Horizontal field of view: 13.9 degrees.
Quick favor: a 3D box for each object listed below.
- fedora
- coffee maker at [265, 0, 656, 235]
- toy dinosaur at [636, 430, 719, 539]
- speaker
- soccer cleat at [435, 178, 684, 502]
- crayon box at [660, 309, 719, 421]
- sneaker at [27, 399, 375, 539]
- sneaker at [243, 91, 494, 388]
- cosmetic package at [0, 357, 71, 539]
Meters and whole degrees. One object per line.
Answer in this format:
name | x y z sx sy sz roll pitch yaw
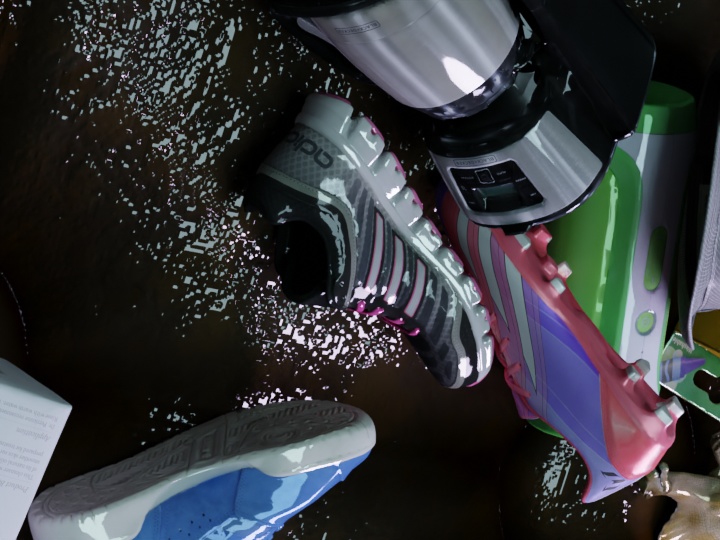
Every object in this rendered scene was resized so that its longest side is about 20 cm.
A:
fedora | 0.234 -0.040 1.684 0.090 0.200 0.178 7 97 2
coffee maker | 0.068 -0.151 1.561 0.193 0.134 0.200 -54 131 -13
toy dinosaur | 0.237 0.163 1.866 0.101 0.058 0.200 -34 123 3
speaker | 0.142 -0.007 1.703 0.088 0.088 0.201 -4 110 -35
soccer cleat | 0.096 0.035 1.648 0.076 0.200 0.067 -42 172 16
crayon box | 0.277 0.009 1.830 0.125 0.051 0.201 30 89 -39
sneaker | -0.077 0.148 1.605 0.199 0.077 0.112 -20 112 -24
sneaker | 0.000 0.000 1.613 0.087 0.074 0.200 -41 124 -13
cosmetic package | -0.241 0.132 1.481 0.113 0.081 0.201 23 94 -39
